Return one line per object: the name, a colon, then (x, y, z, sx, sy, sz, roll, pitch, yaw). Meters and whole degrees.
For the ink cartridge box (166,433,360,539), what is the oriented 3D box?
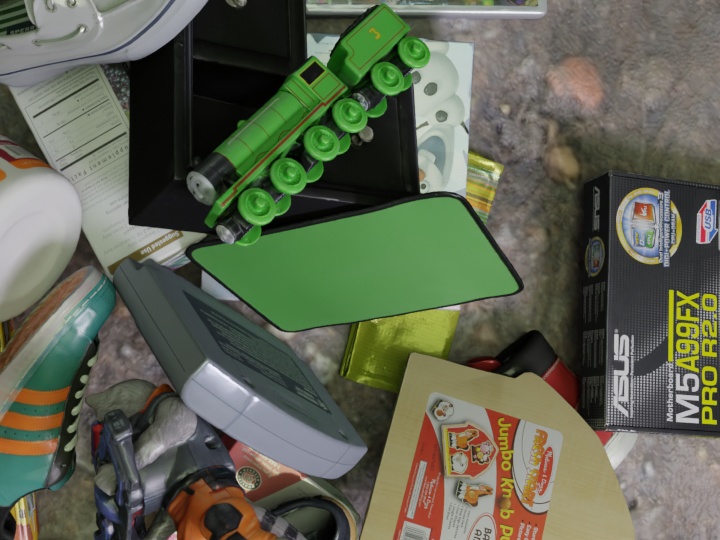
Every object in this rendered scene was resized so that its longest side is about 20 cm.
ink cartridge box: (-0.106, 0.229, 0.827, 0.116, 0.067, 0.201, 38, 85, -11)

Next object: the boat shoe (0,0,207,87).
boat shoe: (-0.173, -0.159, 0.648, 0.198, 0.067, 0.074, -19, 68, 30)

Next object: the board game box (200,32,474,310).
board game box: (-0.018, -0.075, 0.826, 0.197, 0.043, 0.202, 3, 92, -4)

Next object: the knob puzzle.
knob puzzle: (0.106, 0.174, 0.812, 0.217, 0.030, 0.223, 3, 71, -8)

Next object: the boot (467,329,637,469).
boot: (0.110, 0.153, 0.866, 0.144, 0.072, 0.201, 42, 77, -11)

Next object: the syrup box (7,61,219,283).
syrup box: (-0.175, -0.094, 0.765, 0.081, 0.079, 0.202, -29, 90, 6)

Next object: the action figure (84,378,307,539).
action figure: (-0.107, 0.153, 0.688, 0.104, 0.200, 0.194, -31, 74, -31)

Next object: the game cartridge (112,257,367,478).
game cartridge: (-0.075, 0.074, 0.742, 0.041, 0.133, 0.200, -48, 141, 3)

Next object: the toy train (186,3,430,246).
toy train: (-0.029, -0.091, 0.651, 0.056, 0.042, 0.200, 43, 58, -1)

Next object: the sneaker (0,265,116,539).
sneaker: (-0.209, 0.090, 0.717, 0.080, 0.071, 0.201, 34, 101, -19)

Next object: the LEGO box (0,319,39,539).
LEGO box: (-0.316, 0.107, 0.772, 0.147, 0.077, 0.203, -6, 95, -11)

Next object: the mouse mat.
mouse mat: (0.000, 0.000, 0.750, 0.198, 0.161, 0.008, -12, 62, 20)

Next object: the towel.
towel: (0.049, -0.001, 0.868, 0.085, 0.018, 0.202, 15, 91, -11)

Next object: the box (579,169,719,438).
box: (0.255, 0.031, 0.871, 0.158, 0.044, 0.203, 7, 80, -18)

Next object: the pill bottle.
pill bottle: (-0.289, -0.059, 0.717, 0.199, 0.110, 0.110, 32, 87, 19)

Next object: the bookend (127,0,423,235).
bookend: (-0.047, -0.126, 0.728, 0.198, 0.092, 0.201, 7, 72, -29)

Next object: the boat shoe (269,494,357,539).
boat shoe: (-0.091, 0.217, 0.753, 0.199, 0.062, 0.075, -29, 72, -11)

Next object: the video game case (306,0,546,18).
video game case: (0.048, -0.290, 0.847, 0.197, 0.023, 0.184, -2, 94, -12)
